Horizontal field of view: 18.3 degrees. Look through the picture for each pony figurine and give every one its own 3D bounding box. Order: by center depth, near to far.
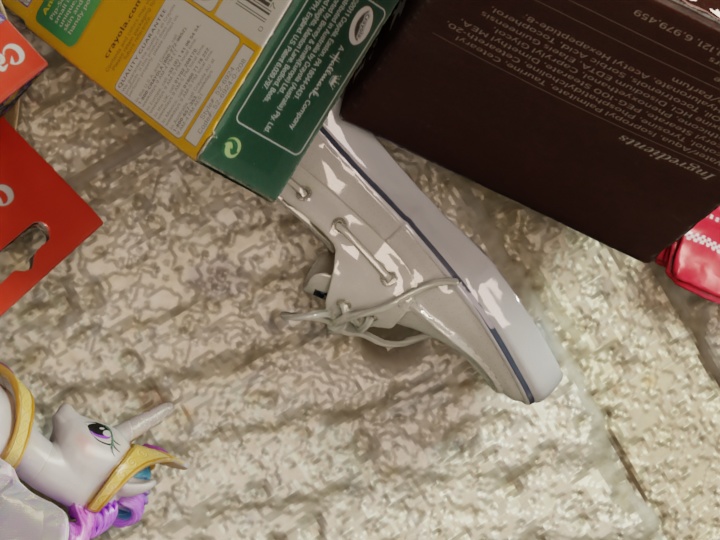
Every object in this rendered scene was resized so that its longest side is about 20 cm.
[{"bbox_3d":[-0.183,0.097,0.956,0.200,0.166,0.194,35,59,-19],"label":"pony figurine"}]

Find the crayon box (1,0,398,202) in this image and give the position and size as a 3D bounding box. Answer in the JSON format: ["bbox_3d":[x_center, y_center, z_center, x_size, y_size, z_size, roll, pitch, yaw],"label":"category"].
[{"bbox_3d":[-0.069,-0.128,0.968,0.051,0.200,0.126,28,97,-42],"label":"crayon box"}]

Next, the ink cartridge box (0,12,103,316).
[{"bbox_3d":[-0.195,-0.078,0.948,0.200,0.050,0.109,47,44,-5],"label":"ink cartridge box"}]

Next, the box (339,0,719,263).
[{"bbox_3d":[0.114,-0.135,0.951,0.164,0.200,0.166,24,64,-9],"label":"box"}]

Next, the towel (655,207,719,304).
[{"bbox_3d":[0.241,-0.062,1.081,0.144,0.022,0.201,23,86,-8],"label":"towel"}]

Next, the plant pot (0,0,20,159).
[{"bbox_3d":[-0.254,-0.081,1.006,0.199,0.027,0.201,0,89,-8],"label":"plant pot"}]

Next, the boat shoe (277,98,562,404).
[{"bbox_3d":[0.000,-0.001,1.018,0.086,0.075,0.202,-42,92,-8],"label":"boat shoe"}]
